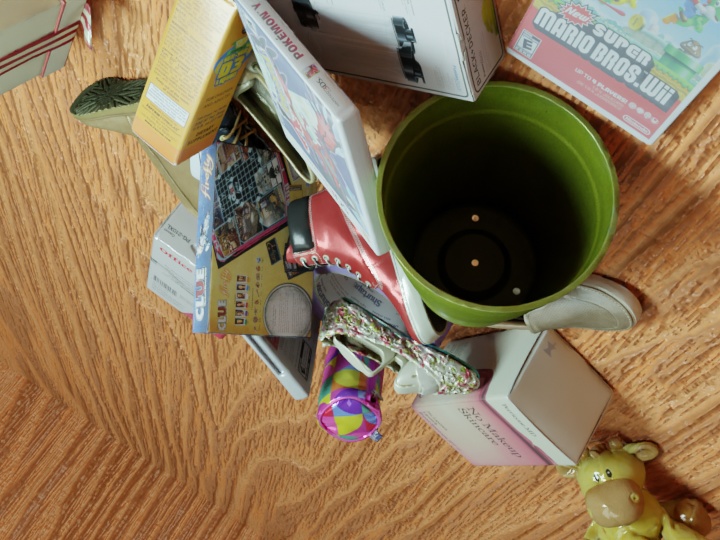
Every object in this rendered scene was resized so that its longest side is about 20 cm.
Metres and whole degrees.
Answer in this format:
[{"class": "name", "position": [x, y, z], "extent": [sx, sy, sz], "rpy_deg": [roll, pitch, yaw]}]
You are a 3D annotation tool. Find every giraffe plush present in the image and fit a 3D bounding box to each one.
[{"class": "giraffe plush", "position": [0.331, 0.291, 1.243], "extent": [0.163, 0.172, 0.200], "rpy_deg": [60, 180, -24]}]

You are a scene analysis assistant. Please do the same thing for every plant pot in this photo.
[{"class": "plant pot", "position": [0.111, -0.035, 0.908], "extent": [0.199, 0.201, 0.193], "rpy_deg": [30, 165, 9]}]

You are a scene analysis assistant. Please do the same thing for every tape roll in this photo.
[{"class": "tape roll", "position": [0.022, 0.017, 1.191], "extent": [0.199, 0.085, 0.201], "rpy_deg": [27, 152, 16]}]

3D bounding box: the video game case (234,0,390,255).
[{"class": "video game case", "position": [-0.039, -0.129, 0.888], "extent": [0.183, 0.023, 0.201], "rpy_deg": [53, 170, 31]}]

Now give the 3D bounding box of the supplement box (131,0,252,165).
[{"class": "supplement box", "position": [-0.155, -0.201, 0.972], "extent": [0.069, 0.066, 0.201], "rpy_deg": [38, 131, 10]}]

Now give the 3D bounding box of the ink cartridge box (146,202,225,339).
[{"class": "ink cartridge box", "position": [-0.224, 0.000, 1.446], "extent": [0.144, 0.085, 0.200], "rpy_deg": [35, 155, 0]}]

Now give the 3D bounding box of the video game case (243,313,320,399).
[{"class": "video game case", "position": [-0.104, 0.025, 1.222], "extent": [0.023, 0.201, 0.183], "rpy_deg": [-18, 129, 22]}]

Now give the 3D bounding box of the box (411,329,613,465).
[{"class": "box", "position": [0.178, 0.155, 1.207], "extent": [0.128, 0.109, 0.200], "rpy_deg": [43, 153, -16]}]

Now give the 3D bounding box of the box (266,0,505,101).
[{"class": "box", "position": [0.014, -0.218, 0.839], "extent": [0.199, 0.060, 0.117], "rpy_deg": [17, 149, 32]}]

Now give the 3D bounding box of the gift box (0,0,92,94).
[{"class": "gift box", "position": [-0.397, -0.278, 1.072], "extent": [0.201, 0.186, 0.184], "rpy_deg": [54, 149, -5]}]

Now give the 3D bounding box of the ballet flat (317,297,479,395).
[{"class": "ballet flat", "position": [0.038, 0.102, 1.147], "extent": [0.199, 0.064, 0.076], "rpy_deg": [27, 152, 14]}]

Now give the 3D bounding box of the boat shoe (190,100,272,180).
[{"class": "boat shoe", "position": [-0.146, -0.156, 1.130], "extent": [0.090, 0.071, 0.201], "rpy_deg": [21, 154, 9]}]

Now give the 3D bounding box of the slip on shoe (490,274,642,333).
[{"class": "slip on shoe", "position": [0.194, 0.040, 1.052], "extent": [0.199, 0.061, 0.076], "rpy_deg": [13, 146, 38]}]

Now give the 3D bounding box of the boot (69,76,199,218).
[{"class": "boot", "position": [-0.256, -0.146, 1.269], "extent": [0.174, 0.066, 0.201], "rpy_deg": [10, 145, 41]}]

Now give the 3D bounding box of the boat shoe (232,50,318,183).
[{"class": "boat shoe", "position": [-0.100, -0.178, 1.033], "extent": [0.201, 0.063, 0.073], "rpy_deg": [46, 151, -21]}]

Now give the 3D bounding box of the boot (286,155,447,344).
[{"class": "boot", "position": [0.000, 0.000, 1.059], "extent": [0.143, 0.072, 0.202], "rpy_deg": [-26, 81, 23]}]

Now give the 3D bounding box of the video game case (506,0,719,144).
[{"class": "video game case", "position": [0.199, -0.184, 0.727], "extent": [0.142, 0.018, 0.200], "rpy_deg": [34, 153, 3]}]

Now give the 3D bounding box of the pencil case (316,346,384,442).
[{"class": "pencil case", "position": [-0.004, 0.128, 1.287], "extent": [0.087, 0.201, 0.089], "rpy_deg": [1, 127, 2]}]

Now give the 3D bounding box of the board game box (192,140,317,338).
[{"class": "board game box", "position": [-0.112, -0.030, 1.093], "extent": [0.135, 0.202, 0.034], "rpy_deg": [6, 174, -38]}]
